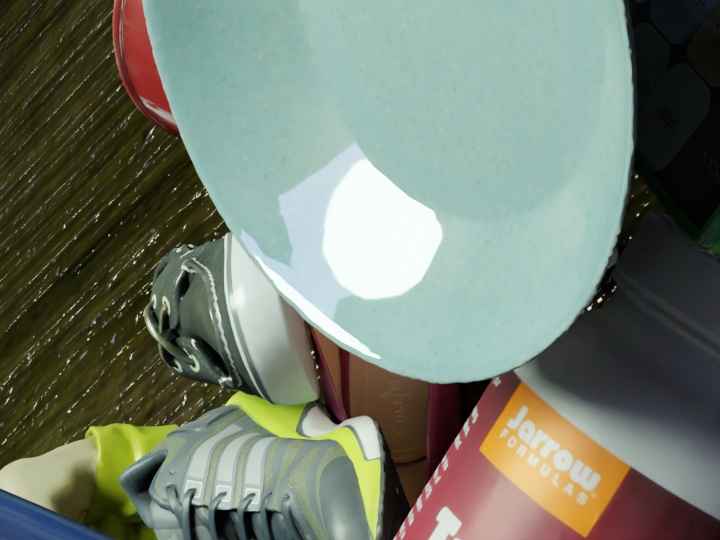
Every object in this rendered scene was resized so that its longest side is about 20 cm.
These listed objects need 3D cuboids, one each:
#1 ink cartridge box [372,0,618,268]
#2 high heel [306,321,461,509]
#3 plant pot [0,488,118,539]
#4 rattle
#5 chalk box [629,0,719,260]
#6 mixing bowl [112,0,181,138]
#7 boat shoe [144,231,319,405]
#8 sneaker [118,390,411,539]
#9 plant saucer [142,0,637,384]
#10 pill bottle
[{"bbox_3d":[0.017,-0.067,0.791,0.050,0.161,0.200,-21,2,-9],"label":"ink cartridge box"},{"bbox_3d":[0.000,0.000,0.897,0.096,0.067,0.200,-95,-1,-53],"label":"high heel"},{"bbox_3d":[-0.137,0.163,0.745,0.200,0.200,0.180,-67,16,-6],"label":"plant pot"},{"bbox_3d":[-0.071,0.160,0.984,0.200,0.130,0.143,32,108,35],"label":"rattle"},{"bbox_3d":[0.145,-0.061,0.662,0.124,0.200,0.124,-54,30,17],"label":"chalk box"},{"bbox_3d":[0.012,-0.106,0.970,0.108,0.200,0.200,43,106,31],"label":"mixing bowl"},{"bbox_3d":[-0.052,0.019,0.910,0.200,0.057,0.069,-148,43,-86],"label":"boat shoe"},{"bbox_3d":[-0.031,0.093,0.883,0.081,0.074,0.200,-24,12,-15],"label":"sneaker"},{"bbox_3d":[0.013,-0.070,0.653,0.201,0.039,0.201,26,126,42],"label":"plant saucer"},{"bbox_3d":[0.074,0.087,0.750,0.200,0.113,0.113,-60,28,8],"label":"pill bottle"}]
